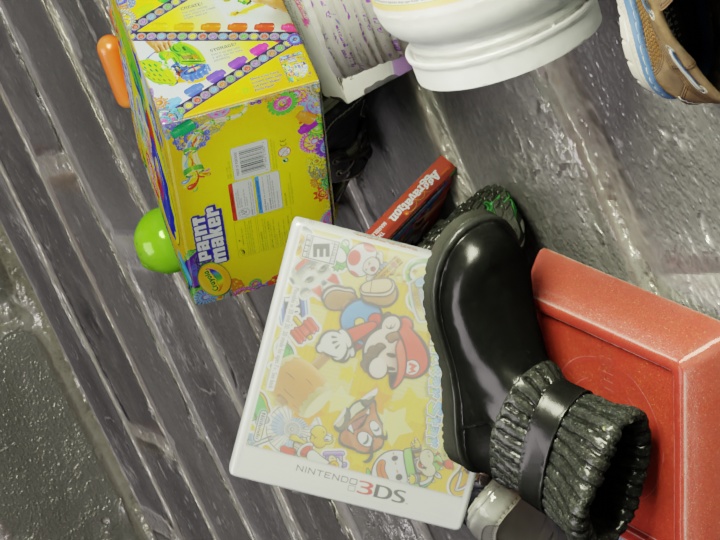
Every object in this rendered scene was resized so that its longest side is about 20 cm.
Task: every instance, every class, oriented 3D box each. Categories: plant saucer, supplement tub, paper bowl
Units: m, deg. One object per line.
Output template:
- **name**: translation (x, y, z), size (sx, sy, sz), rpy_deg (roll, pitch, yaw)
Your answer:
- **plant saucer**: translation (0.182, 0.107, 1.435), size (0.199, 0.036, 0.202), rpy_deg (26, 127, 49)
- **supplement tub**: translation (0.059, -0.225, 1.229), size (0.145, 0.145, 0.202), rpy_deg (24, 139, 61)
- **paper bowl**: translation (-0.003, -0.240, 1.378), size (0.201, 0.103, 0.203), rpy_deg (-19, -90, -84)

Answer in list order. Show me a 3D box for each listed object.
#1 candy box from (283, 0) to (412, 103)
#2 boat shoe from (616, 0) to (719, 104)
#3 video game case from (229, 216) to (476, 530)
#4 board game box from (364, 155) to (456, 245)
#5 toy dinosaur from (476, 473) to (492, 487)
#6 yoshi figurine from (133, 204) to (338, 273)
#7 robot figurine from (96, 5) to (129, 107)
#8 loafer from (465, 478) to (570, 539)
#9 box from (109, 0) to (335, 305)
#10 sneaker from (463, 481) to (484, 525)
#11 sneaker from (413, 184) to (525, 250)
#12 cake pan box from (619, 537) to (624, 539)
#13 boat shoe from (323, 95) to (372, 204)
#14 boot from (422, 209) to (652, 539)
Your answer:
- **candy box**: translation (-0.051, -0.235, 1.629), size (0.200, 0.071, 0.169), rpy_deg (27, 141, 61)
- **boat shoe**: translation (0.173, -0.179, 1.125), size (0.072, 0.072, 0.201), rpy_deg (30, 154, 50)
- **video game case**: translation (0.013, 0.078, 1.502), size (0.023, 0.180, 0.202), rpy_deg (-97, 22, -75)
- **board game box**: translation (0.000, 0.000, 1.629), size (0.019, 0.200, 0.103), rpy_deg (40, 158, 9)
- **toy dinosaur**: translation (0.054, 0.072, 1.584), size (0.086, 0.134, 0.202), rpy_deg (-148, 47, -60)
- **yoshi figurine**: translation (-0.128, -0.045, 1.888), size (0.112, 0.198, 0.113), rpy_deg (46, -153, -50)
- **robot figurine**: translation (-0.159, -0.201, 1.866), size (0.116, 0.143, 0.202), rpy_deg (17, 129, 69)
- **loafer**: translation (0.132, 0.202, 1.582), size (0.070, 0.070, 0.200), rpy_deg (43, 179, 23)
- **box**: translation (-0.107, -0.120, 1.570), size (0.201, 0.121, 0.194), rpy_deg (85, 166, -48)
- **sneaker**: translation (0.114, 0.222, 1.827), size (0.115, 0.075, 0.200), rpy_deg (62, 159, 7)
- **sneaker**: translation (0.091, -0.006, 1.598), size (0.085, 0.078, 0.200), rpy_deg (45, 163, -2)
- **cake pan box**: translation (0.190, 0.151, 1.566), size (0.201, 0.052, 0.185), rpy_deg (54, 158, 22)
- **boat shoe**: translation (-0.019, -0.109, 1.744), size (0.065, 0.073, 0.200), rpy_deg (48, 164, 5)
- **boot**: translation (0.124, 0.073, 1.397), size (0.157, 0.079, 0.213), rpy_deg (28, 134, 50)
